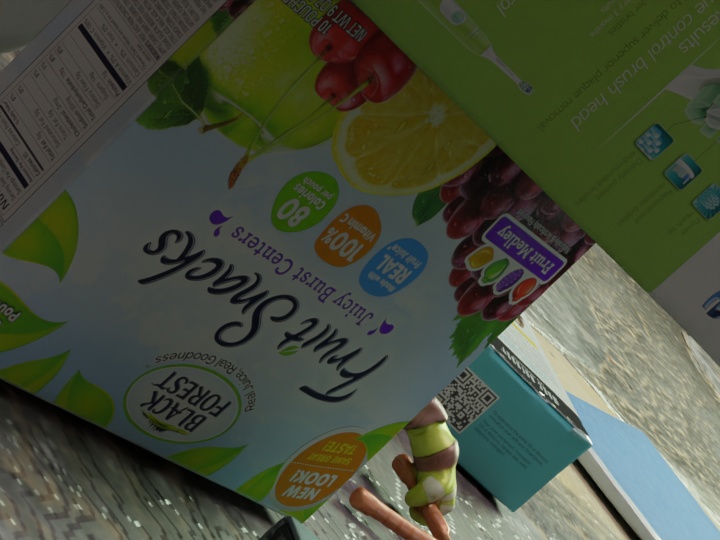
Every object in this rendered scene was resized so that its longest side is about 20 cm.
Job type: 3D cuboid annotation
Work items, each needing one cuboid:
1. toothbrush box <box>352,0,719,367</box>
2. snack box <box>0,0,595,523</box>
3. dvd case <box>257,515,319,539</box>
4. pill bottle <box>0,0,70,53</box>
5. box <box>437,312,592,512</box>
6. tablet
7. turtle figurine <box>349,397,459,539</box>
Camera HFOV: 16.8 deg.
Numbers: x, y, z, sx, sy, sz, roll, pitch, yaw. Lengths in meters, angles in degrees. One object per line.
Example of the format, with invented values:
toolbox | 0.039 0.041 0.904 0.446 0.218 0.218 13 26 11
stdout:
toothbrush box | 0.051 -0.088 0.672 0.200 0.086 0.146 44 10 -30
snack box | -0.028 -0.013 0.703 0.053 0.142 0.200 54 12 34
dvd case | 0.039 0.165 0.669 0.146 0.022 0.200 43 12 -28
pill bottle | -0.142 -0.161 0.866 0.114 0.114 0.200 44 11 -24
box | 0.042 0.026 1.136 0.082 0.049 0.200 44 11 -24
tablet | 0.163 0.126 1.388 0.130 0.014 0.200 54 12 26
turtle figurine | 0.000 0.000 0.919 0.200 0.064 0.161 59 10 -11
